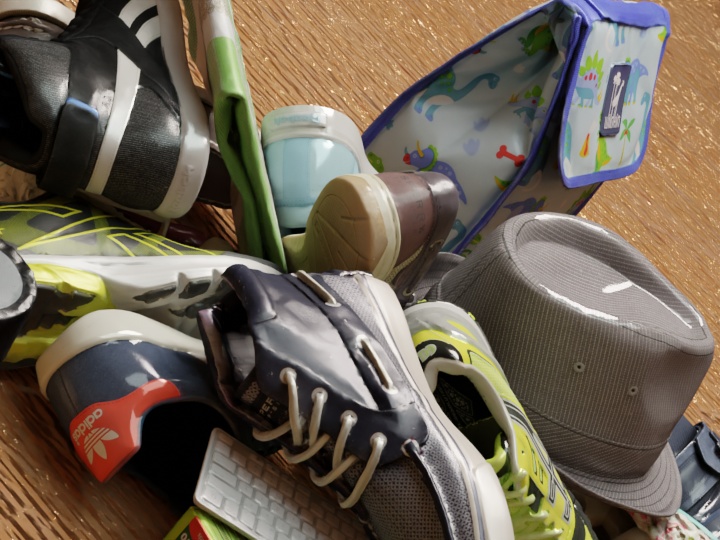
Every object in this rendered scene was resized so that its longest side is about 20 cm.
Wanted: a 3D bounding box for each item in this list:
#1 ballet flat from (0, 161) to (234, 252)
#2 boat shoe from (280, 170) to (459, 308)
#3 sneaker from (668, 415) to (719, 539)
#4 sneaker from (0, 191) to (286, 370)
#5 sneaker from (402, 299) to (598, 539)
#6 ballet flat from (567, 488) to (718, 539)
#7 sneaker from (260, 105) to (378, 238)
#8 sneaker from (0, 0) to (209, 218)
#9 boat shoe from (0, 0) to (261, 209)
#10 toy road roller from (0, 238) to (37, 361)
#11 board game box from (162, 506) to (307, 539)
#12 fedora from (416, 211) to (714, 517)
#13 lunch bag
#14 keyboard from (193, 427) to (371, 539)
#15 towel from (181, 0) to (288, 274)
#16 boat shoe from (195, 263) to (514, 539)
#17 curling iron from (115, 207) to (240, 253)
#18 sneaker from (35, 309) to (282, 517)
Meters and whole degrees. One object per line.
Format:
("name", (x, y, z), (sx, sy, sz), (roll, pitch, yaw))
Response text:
("ballet flat", (-0.104, 0.000, 1.193), (0.200, 0.072, 0.072), (32, 23, -22))
("boat shoe", (0.000, 0.000, 1.210), (0.065, 0.200, 0.072), (-11, 72, -18))
("sneaker", (0.217, 0.126, 1.448), (0.146, 0.077, 0.202), (45, 23, 6))
("sneaker", (-0.119, -0.003, 1.122), (0.199, 0.075, 0.085), (5, 44, -39))
("sneaker", (0.065, 0.113, 1.173), (0.200, 0.075, 0.076), (59, 6, -11))
("ballet flat", (0.135, 0.141, 1.325), (0.064, 0.076, 0.200), (-30, 63, -34))
("sneaker", (-0.018, -0.018, 1.342), (0.200, 0.074, 0.082), (50, 41, -62))
("sneaker", (-0.145, -0.104, 1.163), (0.111, 0.073, 0.200), (13, 26, -24))
("boat shoe", (-0.129, -0.079, 1.303), (0.200, 0.072, 0.060), (32, 43, -35))
("toy road roller", (-0.233, 0.001, 0.917), (0.146, 0.123, 0.200), (-3, 46, -44))
("board game box", (0.002, 0.168, 1.064), (0.200, 0.048, 0.102), (14, 34, -46))
("fedora", (0.121, 0.037, 1.276), (0.200, 0.090, 0.177), (28, 28, -20))
("lunch bag", (0.110, -0.098, 1.540), (0.127, 0.200, 0.170), (45, 22, 15))
("keyboard", (0.011, 0.139, 1.054), (0.200, 0.011, 0.056), (34, 23, -13))
("towel", (-0.075, -0.103, 1.215), (0.150, 0.031, 0.200), (78, -1, -46))
("boat shoe", (-0.009, 0.078, 1.046), (0.092, 0.075, 0.200), (8, 38, -35))
("curling iron", (-0.087, -0.010, 1.282), (0.200, 0.026, 0.050), (32, -19, -30))
("sneaker", (-0.061, 0.077, 1.115), (0.200, 0.075, 0.085), (7, 46, -42))
